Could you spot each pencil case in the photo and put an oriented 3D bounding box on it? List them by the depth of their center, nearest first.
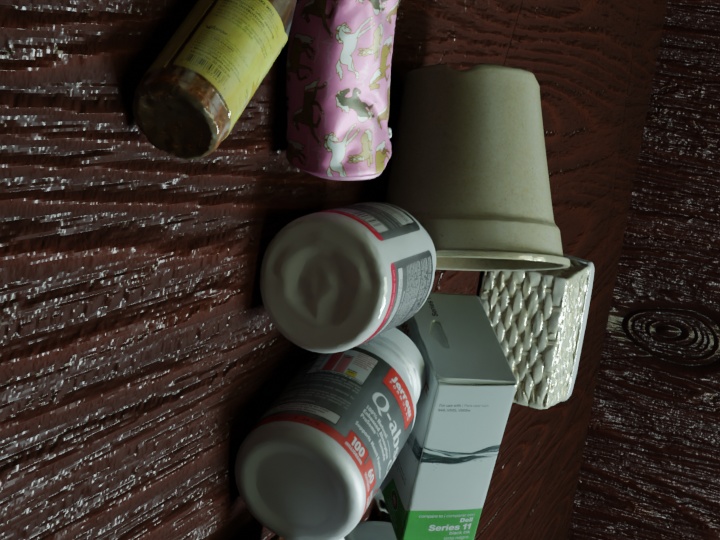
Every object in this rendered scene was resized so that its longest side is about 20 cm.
[{"bbox_3d":[-0.011,-0.173,1.117,0.087,0.082,0.202,-43,141,-60],"label":"pencil case"}]

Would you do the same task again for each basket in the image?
[{"bbox_3d":[0.228,0.079,1.977,0.123,0.134,0.202,-24,124,-67],"label":"basket"}]

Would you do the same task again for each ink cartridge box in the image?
[{"bbox_3d":[0.075,0.141,1.405,0.147,0.082,0.202,-109,-155,-53],"label":"ink cartridge box"}]

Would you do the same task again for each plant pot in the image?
[{"bbox_3d":[0.103,-0.097,1.404,0.200,0.198,0.186,12,79,-73],"label":"plant pot"}]

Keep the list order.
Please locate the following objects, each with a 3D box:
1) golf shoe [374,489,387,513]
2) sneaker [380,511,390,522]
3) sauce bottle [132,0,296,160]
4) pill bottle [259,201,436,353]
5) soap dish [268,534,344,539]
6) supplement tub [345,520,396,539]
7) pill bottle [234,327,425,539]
[{"bbox_3d":[0.047,0.235,1.604,0.089,0.076,0.200,-66,159,-19],"label":"golf shoe"},{"bbox_3d":[0.048,0.352,1.695,0.201,0.066,0.091,82,24,-53],"label":"sneaker"},{"bbox_3d":[-0.078,-0.156,0.939,0.066,0.065,0.201,84,26,-46],"label":"sauce bottle"},{"bbox_3d":[0.000,0.000,1.223,0.200,0.109,0.112,-18,119,-70],"label":"pill bottle"},{"bbox_3d":[-0.045,0.320,1.229,0.202,0.081,0.157,69,22,-5],"label":"soap dish"},{"bbox_3d":[0.018,0.375,1.517,0.122,0.121,0.202,-21,121,-70],"label":"supplement tub"},{"bbox_3d":[-0.019,0.131,1.245,0.200,0.115,0.117,-53,150,-55],"label":"pill bottle"}]
